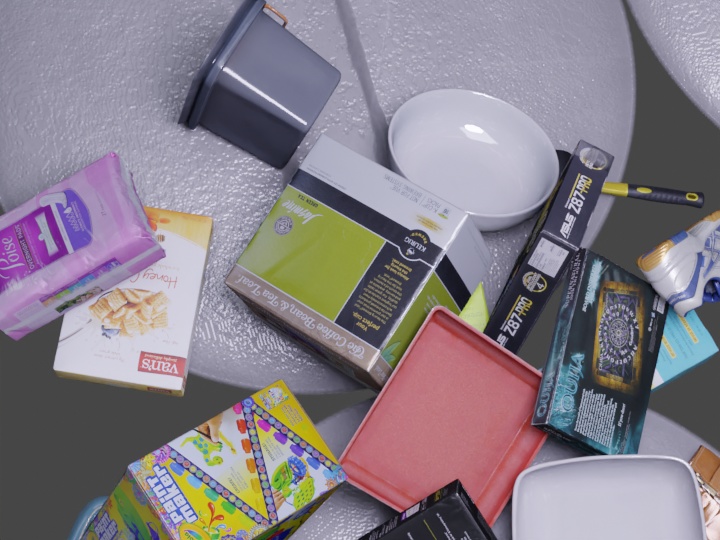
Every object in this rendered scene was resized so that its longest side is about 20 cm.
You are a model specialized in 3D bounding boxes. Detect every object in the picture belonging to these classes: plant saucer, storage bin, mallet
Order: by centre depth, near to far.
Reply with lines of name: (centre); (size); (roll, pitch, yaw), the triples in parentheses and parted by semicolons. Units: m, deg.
plant saucer: (0.092, 0.162, 1.616); (0.199, 0.037, 0.201); (33, 88, -26)
storage bin: (-0.104, -0.206, 1.730); (0.134, 0.200, 0.146); (33, 72, -6)
mallet: (0.301, -0.103, 1.809); (0.197, 0.041, 0.067); (0, 70, -10)

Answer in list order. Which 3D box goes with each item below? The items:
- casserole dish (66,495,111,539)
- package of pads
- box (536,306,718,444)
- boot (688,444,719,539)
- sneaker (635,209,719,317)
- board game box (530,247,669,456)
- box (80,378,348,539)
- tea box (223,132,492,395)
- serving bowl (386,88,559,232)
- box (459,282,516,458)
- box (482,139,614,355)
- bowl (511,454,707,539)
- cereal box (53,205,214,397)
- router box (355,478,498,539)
casserole dish: (-0.262, 0.325, 1.619); (0.120, 0.039, 0.202); (21, 71, 1)
package of pads: (-0.317, -0.027, 1.671); (0.199, 0.076, 0.121); (-29, 62, 5)
box: (0.290, 0.106, 1.730); (0.199, 0.049, 0.083); (-28, 76, -13)
boot: (0.374, 0.297, 1.661); (0.155, 0.077, 0.200); (39, 71, 6)
sneaker: (0.379, -0.006, 1.736); (0.199, 0.075, 0.089); (-27, 83, -46)
board game box: (0.257, 0.093, 1.657); (0.135, 0.028, 0.202); (28, 68, -29)
box: (-0.149, 0.236, 1.544); (0.192, 0.200, 0.123); (-27, 75, -34)
tea box: (0.000, 0.000, 1.654); (0.199, 0.134, 0.198); (31, 80, 25)
serving bowl: (0.121, -0.113, 1.760); (0.198, 0.066, 0.202); (8, 47, -8)
box: (0.092, 0.116, 1.710); (0.120, 0.048, 0.202); (-9, 73, -7)
box: (0.196, -0.016, 1.657); (0.049, 0.201, 0.162); (27, 47, 4)
bowl: (0.261, 0.291, 1.624); (0.198, 0.075, 0.202); (-5, 88, 11)
cereal box: (-0.247, 0.029, 1.713); (0.142, 0.040, 0.202); (8, 72, -1)
router box: (0.090, 0.336, 1.582); (0.148, 0.051, 0.201); (-32, 95, 11)
